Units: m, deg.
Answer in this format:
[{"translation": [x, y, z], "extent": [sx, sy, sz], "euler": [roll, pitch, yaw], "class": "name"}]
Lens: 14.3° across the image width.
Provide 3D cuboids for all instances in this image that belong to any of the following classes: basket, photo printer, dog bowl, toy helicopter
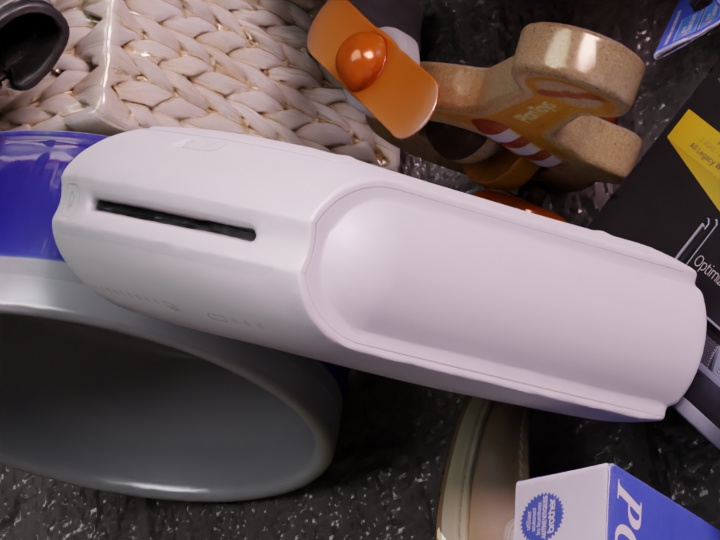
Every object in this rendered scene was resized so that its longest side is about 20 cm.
[{"translation": [-0.083, -0.079, 1.218], "extent": [0.135, 0.200, 0.124], "euler": [-13, 65, 38], "class": "basket"}, {"translation": [0.000, 0.000, 1.022], "extent": [0.166, 0.199, 0.070], "euler": [12, 88, 50], "class": "photo printer"}, {"translation": [-0.102, 0.022, 1.171], "extent": [0.199, 0.200, 0.079], "euler": [-9, 59, 39], "class": "dog bowl"}, {"translation": [0.050, -0.068, 1.088], "extent": [0.200, 0.132, 0.079], "euler": [154, 138, -75], "class": "toy helicopter"}]

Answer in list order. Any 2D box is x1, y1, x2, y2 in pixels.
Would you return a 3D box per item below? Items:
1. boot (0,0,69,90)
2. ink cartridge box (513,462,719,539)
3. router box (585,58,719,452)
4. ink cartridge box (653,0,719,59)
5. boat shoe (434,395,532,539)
[{"translation": [-0.200, -0.086, 1.146], "extent": [0.200, 0.068, 0.131], "euler": [-38, 52, 31], "class": "boot"}, {"translation": [0.091, 0.178, 0.985], "extent": [0.044, 0.094, 0.201], "euler": [-16, 57, 36], "class": "ink cartridge box"}, {"translation": [0.178, 0.002, 1.034], "extent": [0.157, 0.052, 0.200], "euler": [-51, 43, 7], "class": "router box"}, {"translation": [0.189, -0.163, 1.086], "extent": [0.200, 0.042, 0.119], "euler": [-37, 11, 24], "class": "ink cartridge box"}, {"translation": [0.059, 0.131, 1.068], "extent": [0.065, 0.072, 0.201], "euler": [2, 50, 4], "class": "boat shoe"}]
